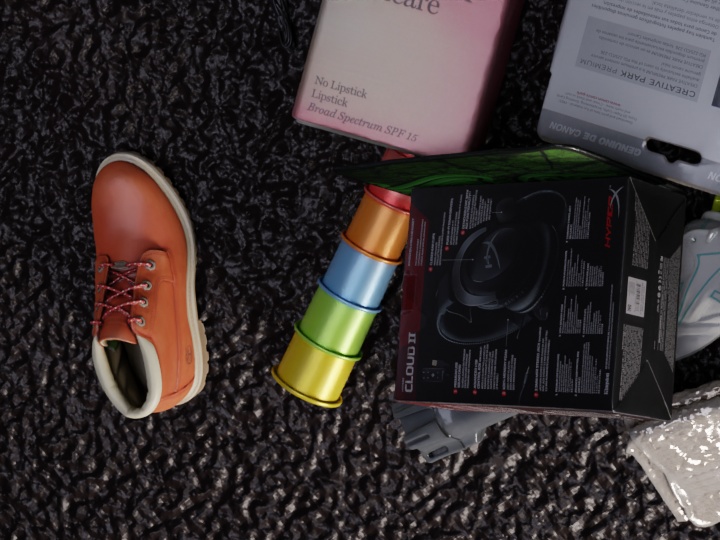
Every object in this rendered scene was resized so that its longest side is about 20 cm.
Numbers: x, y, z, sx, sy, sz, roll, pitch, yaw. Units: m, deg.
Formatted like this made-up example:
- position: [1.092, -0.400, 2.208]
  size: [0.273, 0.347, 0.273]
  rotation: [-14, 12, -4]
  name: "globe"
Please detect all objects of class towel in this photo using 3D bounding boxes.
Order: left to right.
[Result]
- position: [0.291, 0.113, 1.247]
  size: [0.199, 0.035, 0.133]
  rotation: [-23, 133, 19]
  name: "towel"

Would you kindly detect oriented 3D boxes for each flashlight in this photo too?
- position: [0.108, 0.070, 1.290]
  size: [0.199, 0.068, 0.068]
  rotation: [-26, 130, 37]
  name: "flashlight"

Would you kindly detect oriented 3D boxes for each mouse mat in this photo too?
- position: [0.100, -0.060, 1.211]
  size: [0.199, 0.160, 0.008]
  rotation: [-2, 80, 40]
  name: "mouse mat"

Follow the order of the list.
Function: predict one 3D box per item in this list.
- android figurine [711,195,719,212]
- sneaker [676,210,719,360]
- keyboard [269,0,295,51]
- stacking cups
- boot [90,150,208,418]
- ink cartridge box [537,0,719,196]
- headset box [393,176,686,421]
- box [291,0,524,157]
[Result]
- position: [0.324, -0.020, 1.245]
  size: [0.198, 0.041, 0.184]
  rotation: [16, 105, 10]
  name: "android figurine"
- position: [0.253, -0.005, 1.197]
  size: [0.200, 0.070, 0.081]
  rotation: [-30, 89, 46]
  name: "sneaker"
- position: [-0.021, -0.218, 1.312]
  size: [0.126, 0.021, 0.202]
  rotation: [-17, 95, 18]
  name: "keyboard"
- position: [0.000, 0.000, 1.337]
  size: [0.060, 0.060, 0.201]
  rotation: [27, 102, 9]
  name: "stacking cups"
- position: [-0.169, 0.012, 1.356]
  size: [0.074, 0.107, 0.202]
  rotation: [-10, 97, 19]
  name: "boot"
- position: [0.236, -0.146, 1.198]
  size: [0.199, 0.084, 0.177]
  rotation: [20, 103, 23]
  name: "ink cartridge box"
- position: [0.109, 0.020, 1.201]
  size: [0.199, 0.077, 0.150]
  rotation: [-2, 80, 42]
  name: "headset box"
- position: [0.044, -0.183, 1.237]
  size: [0.127, 0.109, 0.202]
  rotation: [16, 98, 8]
  name: "box"
